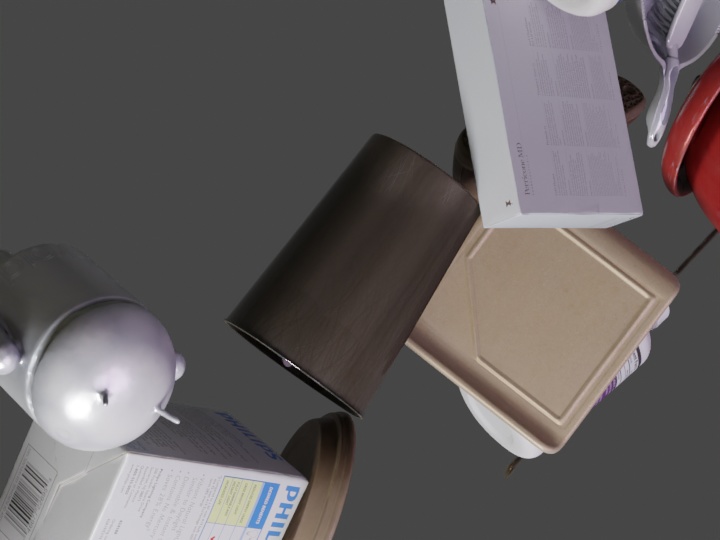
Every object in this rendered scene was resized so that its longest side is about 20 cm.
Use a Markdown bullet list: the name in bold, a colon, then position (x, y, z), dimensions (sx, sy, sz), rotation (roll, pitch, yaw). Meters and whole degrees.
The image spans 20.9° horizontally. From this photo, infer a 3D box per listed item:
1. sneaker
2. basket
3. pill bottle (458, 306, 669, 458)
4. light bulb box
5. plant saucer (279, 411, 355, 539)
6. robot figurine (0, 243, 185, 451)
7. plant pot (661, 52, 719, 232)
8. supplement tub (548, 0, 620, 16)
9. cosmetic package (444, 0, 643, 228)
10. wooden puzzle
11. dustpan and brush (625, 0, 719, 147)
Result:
- **sneaker**: position (0.163, -0.117, 1.743), dimensions (0.199, 0.071, 0.076), rotation (-20, 144, -24)
- **basket**: position (0.000, 0.000, 1.614), dimensions (0.201, 0.135, 0.180), rotation (-56, 162, -5)
- **pill bottle**: position (0.194, 0.076, 1.844), dimensions (0.200, 0.112, 0.113), rotation (-40, 135, -16)
- **light bulb box**: position (-0.182, 0.215, 1.593), dimensions (0.199, 0.125, 0.199), rotation (15, 105, -46)
- **plant saucer**: position (-0.059, 0.211, 1.672), dimensions (0.029, 0.200, 0.201), rotation (22, 102, -13)
- **robot figurine**: position (-0.209, 0.056, 1.416), dimensions (0.169, 0.200, 0.114), rotation (2, 115, -42)
- **plant pot**: position (0.394, -0.108, 1.829), dimensions (0.200, 0.182, 0.201), rotation (-44, 156, -26)
- **supplement tub**: position (0.225, -0.316, 1.602), dimensions (0.199, 0.145, 0.146), rotation (-35, 134, -19)
- **cosmetic package**: position (0.154, -0.137, 1.642), dimensions (0.150, 0.051, 0.202), rotation (0, 76, -42)
- **wooden puzzle**: position (0.159, 0.034, 1.762), dimensions (0.201, 0.185, 0.037), rotation (-52, 173, -5)
- **dustpan and brush**: position (0.284, -0.214, 1.778), dimensions (0.139, 0.057, 0.201), rotation (3, 113, -42)
